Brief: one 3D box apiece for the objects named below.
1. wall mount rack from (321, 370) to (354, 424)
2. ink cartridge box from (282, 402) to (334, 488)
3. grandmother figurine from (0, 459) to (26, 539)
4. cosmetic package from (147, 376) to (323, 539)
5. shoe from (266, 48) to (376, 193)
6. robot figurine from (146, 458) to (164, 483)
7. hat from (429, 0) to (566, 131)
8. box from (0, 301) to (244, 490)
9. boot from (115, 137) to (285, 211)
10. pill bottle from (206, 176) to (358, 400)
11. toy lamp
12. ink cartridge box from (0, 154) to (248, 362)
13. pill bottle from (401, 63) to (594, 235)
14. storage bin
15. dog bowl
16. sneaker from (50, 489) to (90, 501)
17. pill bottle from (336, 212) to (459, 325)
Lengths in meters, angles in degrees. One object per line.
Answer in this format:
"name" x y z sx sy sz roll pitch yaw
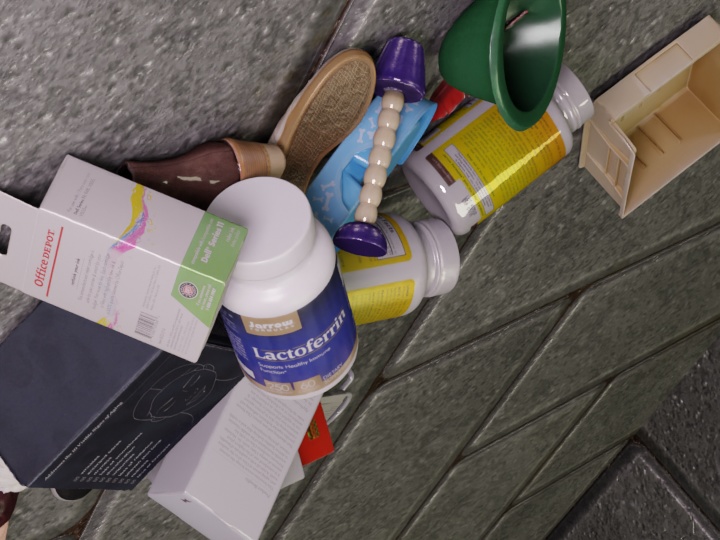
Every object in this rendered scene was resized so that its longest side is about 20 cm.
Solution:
"wall mount rack" -0.095 0.174 2.018 0.174 0.075 0.200 -49 164 12
"ink cartridge box" -0.100 0.127 1.744 0.173 0.201 0.043 -20 -173 -43
"grandmother figurine" -0.376 0.244 1.680 0.122 0.060 0.201 -79 -169 -49
"cosmetic package" -0.118 0.160 1.642 0.071 0.101 0.201 -11 -134 49
"shoe" -0.054 -0.127 1.504 0.070 0.054 0.201 9 127 -39
"robot figurine" -0.181 0.174 1.802 0.200 0.112 0.170 112 -3 -52
"hat" 0.089 -0.220 1.606 0.165 0.175 0.202 5 94 -60
"box" -0.228 0.096 1.536 0.200 0.124 0.196 -44 162 9
"boot" -0.167 -0.041 1.473 0.165 0.073 0.200 -12 147 -35
"pill bottle" -0.072 0.016 1.457 0.115 0.116 0.201 -35 144 -15
"toy lamp" 0.021 -0.115 1.502 0.058 0.058 0.201 59 41 -70
"ink cartridge box" -0.203 -0.016 1.335 0.117 0.199 0.068 116 -5 -49
"pill bottle" 0.149 -0.136 1.753 0.200 0.109 0.109 -38 160 -7
"storage bin" 0.384 -0.196 2.078 0.199 0.094 0.199 -36 160 -11
"dog bowl" -0.004 -0.093 1.590 0.201 0.049 0.111 -55 175 -1
"sneaker" -0.267 0.196 1.737 0.071 0.083 0.200 -18 150 -46
"pill bottle" 0.000 0.000 1.709 0.199 0.112 0.112 -10 147 -29
